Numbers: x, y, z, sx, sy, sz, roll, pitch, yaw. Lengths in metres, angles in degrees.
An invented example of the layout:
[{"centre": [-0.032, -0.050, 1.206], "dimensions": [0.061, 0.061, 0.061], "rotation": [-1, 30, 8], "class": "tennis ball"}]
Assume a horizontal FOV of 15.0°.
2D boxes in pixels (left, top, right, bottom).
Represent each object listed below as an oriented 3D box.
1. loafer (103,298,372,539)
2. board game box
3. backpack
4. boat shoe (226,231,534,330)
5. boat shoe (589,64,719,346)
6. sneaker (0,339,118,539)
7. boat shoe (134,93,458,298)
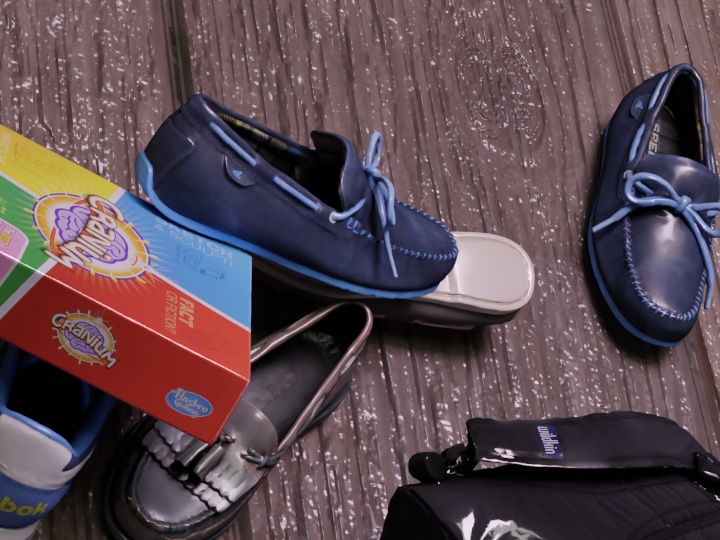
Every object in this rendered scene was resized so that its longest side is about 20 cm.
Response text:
[{"centre": [-0.061, 0.073, 1.418], "dimensions": [0.072, 0.063, 0.200], "rotation": [43, 43, 4], "class": "loafer"}, {"centre": [-0.148, -0.007, 1.336], "dimensions": [0.199, 0.040, 0.153], "rotation": [28, 20, -14], "class": "board game box"}, {"centre": [0.118, 0.158, 1.422], "dimensions": [0.199, 0.127, 0.167], "rotation": [-14, 61, -40], "class": "backpack"}, {"centre": [0.000, 0.000, 1.539], "dimensions": [0.199, 0.057, 0.067], "rotation": [12, 61, -20], "class": "boat shoe"}, {"centre": [0.180, -0.048, 1.672], "dimensions": [0.084, 0.069, 0.201], "rotation": [16, 47, -23], "class": "boat shoe"}, {"centre": [-0.148, 0.049, 1.365], "dimensions": [0.074, 0.082, 0.201], "rotation": [27, 40, -11], "class": "sneaker"}, {"centre": [-0.020, -0.037, 1.440], "dimensions": [0.199, 0.069, 0.084], "rotation": [15, 27, -40], "class": "boat shoe"}]
